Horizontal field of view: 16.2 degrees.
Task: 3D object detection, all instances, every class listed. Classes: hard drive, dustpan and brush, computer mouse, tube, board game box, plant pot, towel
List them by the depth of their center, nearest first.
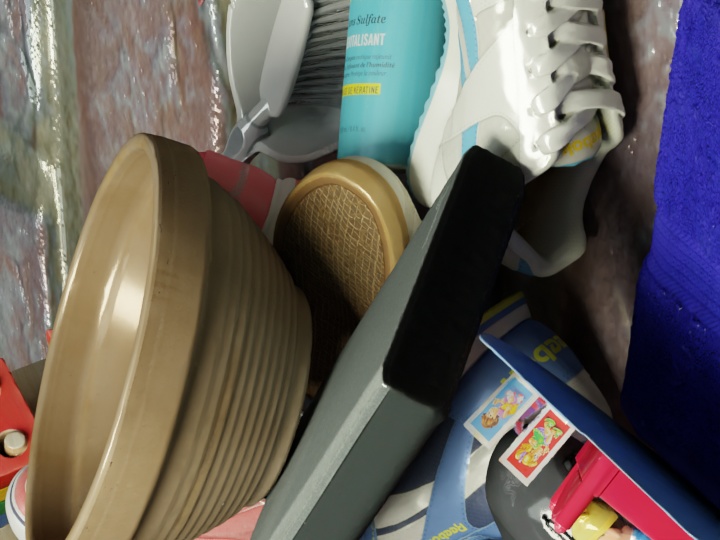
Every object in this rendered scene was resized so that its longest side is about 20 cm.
[{"bbox_3d":[0.154,-0.001,0.963,0.148,0.049,0.202,39,132,47],"label":"towel"},{"bbox_3d":[0.113,0.103,0.969,0.039,0.158,0.200,-51,46,5],"label":"board game box"},{"bbox_3d":[0.117,0.140,1.025,0.200,0.034,0.059,47,112,25],"label":"computer mouse"},{"bbox_3d":[0.004,0.059,1.055,0.200,0.033,0.140,-58,6,46],"label":"hard drive"},{"bbox_3d":[-0.080,0.046,1.135,0.201,0.092,0.203,-166,90,-73],"label":"plant pot"},{"bbox_3d":[0.021,-0.144,1.136,0.077,0.050,0.202,1,87,53],"label":"tube"},{"bbox_3d":[-0.038,-0.088,1.245,0.140,0.057,0.201,57,144,32],"label":"dustpan and brush"}]

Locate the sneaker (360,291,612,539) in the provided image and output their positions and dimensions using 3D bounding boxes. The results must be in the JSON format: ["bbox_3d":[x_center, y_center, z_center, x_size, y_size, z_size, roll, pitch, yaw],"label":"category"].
[{"bbox_3d":[0.046,0.104,1.140,0.082,0.074,0.201,38,130,13],"label":"sneaker"}]

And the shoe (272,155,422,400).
[{"bbox_3d":[0.000,0.000,1.170,0.070,0.053,0.200,33,153,14],"label":"shoe"}]

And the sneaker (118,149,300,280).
[{"bbox_3d":[-0.099,0.006,1.262,0.200,0.086,0.074,-49,19,39],"label":"sneaker"}]

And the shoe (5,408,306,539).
[{"bbox_3d":[-0.079,0.105,1.253,0.091,0.198,0.072,93,-175,-55],"label":"shoe"}]

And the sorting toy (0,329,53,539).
[{"bbox_3d":[-0.141,0.116,1.342,0.201,0.198,0.070,58,159,31],"label":"sorting toy"}]

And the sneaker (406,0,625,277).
[{"bbox_3d":[0.076,-0.090,1.051,0.081,0.076,0.201,42,141,36],"label":"sneaker"}]

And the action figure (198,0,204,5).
[{"bbox_3d":[-0.035,-0.195,1.154,0.148,0.134,0.201,24,140,10],"label":"action figure"}]
